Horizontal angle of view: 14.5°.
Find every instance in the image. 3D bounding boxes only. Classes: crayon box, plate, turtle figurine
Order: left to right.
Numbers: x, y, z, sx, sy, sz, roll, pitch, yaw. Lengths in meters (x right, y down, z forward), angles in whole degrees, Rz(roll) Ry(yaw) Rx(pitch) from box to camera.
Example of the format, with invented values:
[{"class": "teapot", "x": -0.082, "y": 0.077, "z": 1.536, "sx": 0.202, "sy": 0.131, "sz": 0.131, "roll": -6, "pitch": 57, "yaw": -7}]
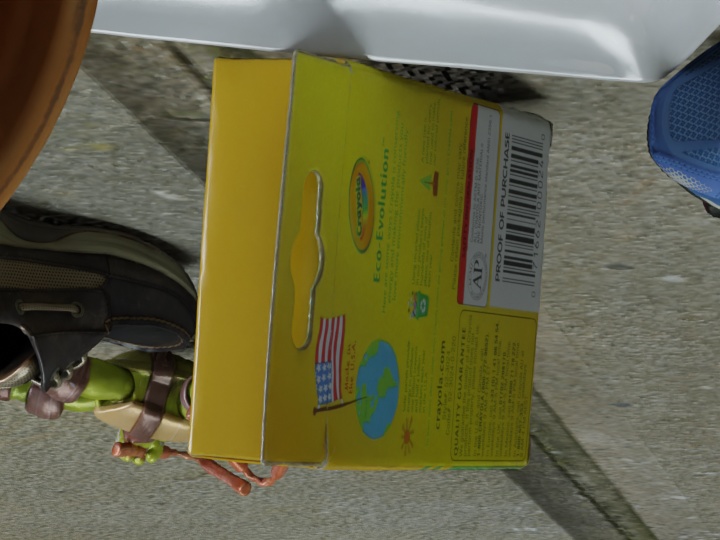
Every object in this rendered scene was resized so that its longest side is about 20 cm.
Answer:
[{"class": "turtle figurine", "x": -0.107, "y": 0.061, "z": 1.375, "sx": 0.161, "sy": 0.065, "sz": 0.200, "roll": 15, "pitch": 171, "yaw": -16}, {"class": "crayon box", "x": 0.000, "y": 0.000, "z": 0.919, "sx": 0.051, "sy": 0.127, "sz": 0.200, "roll": 3, "pitch": 177, "yaw": 25}, {"class": "plate", "x": 0.016, "y": -0.102, "z": 0.778, "sx": 0.199, "sy": 0.032, "sz": 0.200, "roll": 5, "pitch": 166, "yaw": -10}]

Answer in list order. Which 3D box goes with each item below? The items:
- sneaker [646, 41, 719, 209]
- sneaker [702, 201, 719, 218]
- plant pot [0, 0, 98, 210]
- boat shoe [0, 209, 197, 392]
[{"class": "sneaker", "x": 0.153, "y": -0.073, "z": 0.807, "sx": 0.089, "sy": 0.079, "sz": 0.200, "roll": 20, "pitch": 149, "yaw": -37}, {"class": "sneaker", "x": 0.188, "y": -0.033, "z": 0.972, "sx": 0.115, "sy": 0.076, "sz": 0.200, "roll": -5, "pitch": 155, "yaw": 45}, {"class": "plant pot", "x": -0.160, "y": -0.077, "z": 0.616, "sx": 0.199, "sy": 0.201, "sz": 0.140, "roll": 5, "pitch": -179, "yaw": -11}, {"class": "boat shoe", "x": -0.149, "y": 0.016, "z": 1.182, "sx": 0.074, "sy": 0.074, "sz": 0.200, "roll": -11, "pitch": 161, "yaw": 42}]
